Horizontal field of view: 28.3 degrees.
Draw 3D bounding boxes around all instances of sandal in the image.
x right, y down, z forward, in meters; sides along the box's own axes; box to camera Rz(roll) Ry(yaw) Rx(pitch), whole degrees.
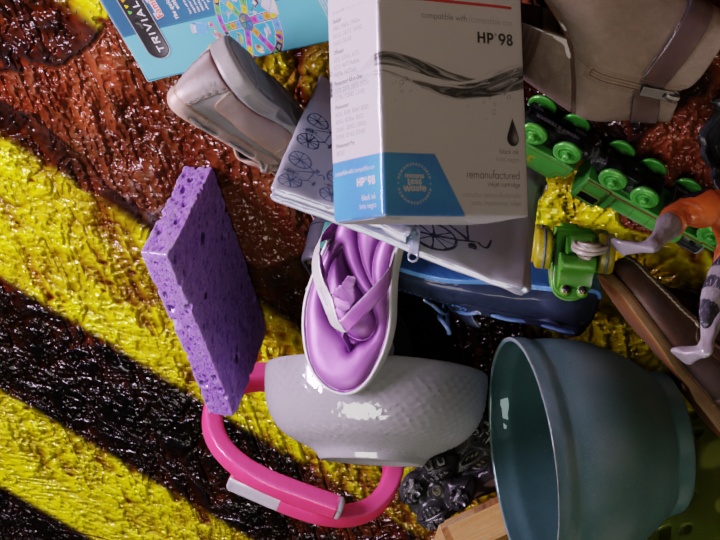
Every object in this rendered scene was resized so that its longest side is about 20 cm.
[{"bbox_3d":[-0.007,-0.002,1.138,0.082,0.050,0.205,15,95,22],"label":"sandal"}]

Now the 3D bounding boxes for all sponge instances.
[{"bbox_3d":[-0.131,0.020,1.243,0.029,0.112,0.201,1,134,17],"label":"sponge"}]

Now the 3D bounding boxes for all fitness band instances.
[{"bbox_3d":[-0.053,0.160,1.333,0.198,0.144,0.038,22,137,-2],"label":"fitness band"}]

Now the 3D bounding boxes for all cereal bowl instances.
[{"bbox_3d":[0.012,0.127,1.252,0.197,0.084,0.200,4,169,1],"label":"cereal bowl"}]

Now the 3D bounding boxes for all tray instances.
[{"bbox_3d":[0.118,0.249,1.349,0.098,0.037,0.200,-24,164,-8],"label":"tray"}]

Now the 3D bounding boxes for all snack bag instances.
[{"bbox_3d":[0.043,-0.065,1.038,0.198,0.189,0.022,22,122,-2],"label":"snack bag"}]

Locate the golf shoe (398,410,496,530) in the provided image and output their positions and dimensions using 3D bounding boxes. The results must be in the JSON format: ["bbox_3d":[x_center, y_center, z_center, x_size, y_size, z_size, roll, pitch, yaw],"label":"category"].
[{"bbox_3d":[0.128,0.165,1.335,0.199,0.094,0.078,-28,88,14],"label":"golf shoe"}]

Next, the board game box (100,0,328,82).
[{"bbox_3d":[-0.101,-0.226,1.026,0.198,0.047,0.152,-7,132,27],"label":"board game box"}]

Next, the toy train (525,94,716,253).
[{"bbox_3d":[0.195,-0.068,1.086,0.199,0.042,0.056,29,147,-9],"label":"toy train"}]

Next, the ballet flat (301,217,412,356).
[{"bbox_3d":[-0.006,0.038,1.247,0.072,0.073,0.201,-1,134,22],"label":"ballet flat"}]

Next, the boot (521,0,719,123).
[{"bbox_3d":[0.178,-0.185,0.958,0.145,0.071,0.201,16,139,-5],"label":"boot"}]

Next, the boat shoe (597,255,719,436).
[{"bbox_3d":[0.268,0.051,1.166,0.070,0.070,0.200,-41,121,3],"label":"boat shoe"}]

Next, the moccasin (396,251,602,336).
[{"bbox_3d":[0.097,0.021,1.178,0.198,0.081,0.069,13,126,10],"label":"moccasin"}]

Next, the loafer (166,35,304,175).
[{"bbox_3d":[-0.082,-0.112,1.069,0.062,0.072,0.200,-31,157,8],"label":"loafer"}]

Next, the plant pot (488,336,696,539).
[{"bbox_3d":[0.195,0.149,1.180,0.132,0.202,0.202,-6,138,-10],"label":"plant pot"}]

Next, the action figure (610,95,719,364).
[{"bbox_3d":[0.291,-0.016,1.002,0.201,0.193,0.104,52,170,-15],"label":"action figure"}]

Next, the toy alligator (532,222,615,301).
[{"bbox_3d":[0.159,-0.002,1.062,0.059,0.200,0.055,4,96,3],"label":"toy alligator"}]

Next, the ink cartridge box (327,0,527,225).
[{"bbox_3d":[0.043,-0.133,0.935,0.115,0.203,0.066,-1,178,-29],"label":"ink cartridge box"}]

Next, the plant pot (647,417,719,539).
[{"bbox_3d":[0.295,0.263,1.277,0.180,0.201,0.200,-10,131,36],"label":"plant pot"}]
